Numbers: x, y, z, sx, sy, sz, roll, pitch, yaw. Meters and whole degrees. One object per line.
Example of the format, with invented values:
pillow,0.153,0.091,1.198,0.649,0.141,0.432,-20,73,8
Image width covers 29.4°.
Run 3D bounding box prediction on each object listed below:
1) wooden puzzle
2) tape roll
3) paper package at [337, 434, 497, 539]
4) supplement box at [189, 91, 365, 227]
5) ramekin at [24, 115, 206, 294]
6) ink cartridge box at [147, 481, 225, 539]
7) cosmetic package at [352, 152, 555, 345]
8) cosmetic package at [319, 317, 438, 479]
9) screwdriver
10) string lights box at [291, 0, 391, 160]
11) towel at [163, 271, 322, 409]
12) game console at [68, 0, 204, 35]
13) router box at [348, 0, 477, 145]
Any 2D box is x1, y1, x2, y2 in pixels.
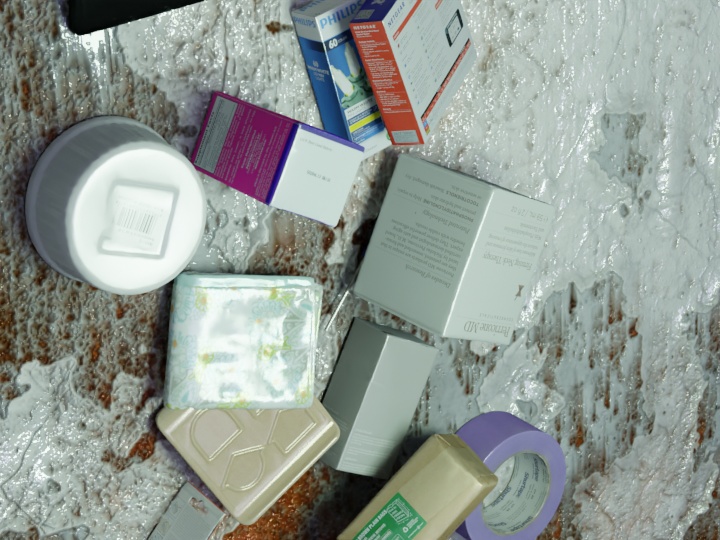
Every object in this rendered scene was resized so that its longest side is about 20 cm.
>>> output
wooden puzzle,-0.148,0.201,1.790,0.185,0.046,0.200,-43,114,-16
tape roll,0.211,0.321,2.077,0.199,0.085,0.202,-12,113,-31
paper package,0.083,0.328,1.890,0.200,0.103,0.191,-47,166,3
supplement box,-0.102,-0.134,1.611,0.101,0.200,0.104,17,98,-38
ramekin,-0.273,-0.070,1.574,0.199,0.097,0.202,-13,113,-32
ink cartridge box,-0.238,0.383,1.755,0.050,0.109,0.201,37,83,-38
cosmetic package,0.125,-0.027,1.818,0.167,0.166,0.201,10,101,-52
cosmetic package,0.016,0.176,1.883,0.106,0.090,0.201,20,91,-41
screwdriver,0.000,0.000,1.838,0.028,0.029,0.201,31,82,-39
string lights box,-0.007,-0.249,1.727,0.102,0.059,0.201,-31,122,-24
towel,-0.145,0.089,1.724,0.198,0.048,0.173,3,93,-25
game console,-0.253,-0.383,1.527,0.199,0.116,0.177,-23,89,-28
router box,0.071,-0.288,1.717,0.200,0.049,0.180,-59,139,-41
